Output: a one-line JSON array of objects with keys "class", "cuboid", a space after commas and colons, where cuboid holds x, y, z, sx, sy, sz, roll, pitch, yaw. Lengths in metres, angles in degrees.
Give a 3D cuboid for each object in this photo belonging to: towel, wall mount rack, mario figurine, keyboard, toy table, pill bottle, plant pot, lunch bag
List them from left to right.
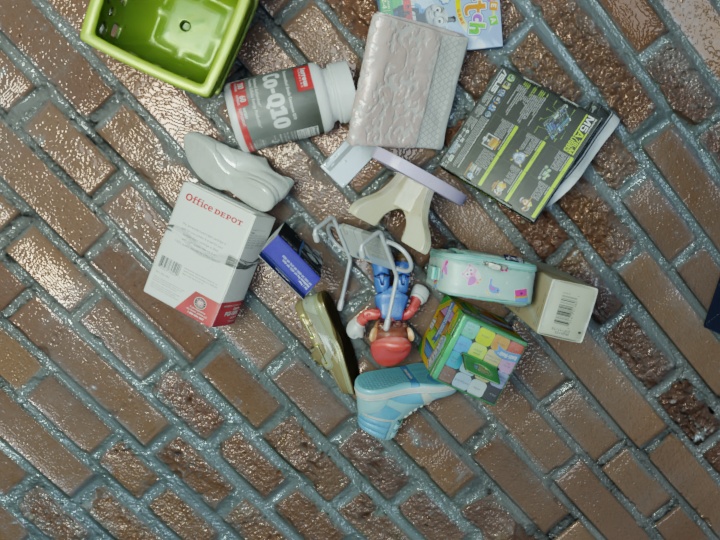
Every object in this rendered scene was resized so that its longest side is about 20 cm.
[{"class": "plant pot", "cuboid": [-0.270, -0.384, 0.957, 0.200, 0.181, 0.199, 24, 98, -8]}, {"class": "pill bottle", "cuboid": [-0.108, -0.269, 1.023, 0.200, 0.114, 0.114, -15, 101, -1]}, {"class": "wall mount rack", "cuboid": [0.000, 0.000, 1.053, 0.075, 0.200, 0.174, -41, 130, -26]}, {"class": "keyboard", "cuboid": [0.019, -0.233, 1.093, 0.056, 0.011, 0.200, 43, 95, -15]}, {"class": "mario figurine", "cuboid": [0.048, 0.070, 1.129, 0.123, 0.106, 0.200, 2, 90, 32]}, {"class": "toy table", "cuboid": [0.076, -0.111, 1.041, 0.200, 0.184, 0.117, 24, 98, -31]}, {"class": "towel", "cuboid": [0.078, -0.292, 1.011, 0.191, 0.032, 0.200, -3, 117, -34]}, {"class": "lunch bag", "cuboid": [0.190, 0.006, 1.043, 0.160, 0.200, 0.077, 11, 91, -3]}]

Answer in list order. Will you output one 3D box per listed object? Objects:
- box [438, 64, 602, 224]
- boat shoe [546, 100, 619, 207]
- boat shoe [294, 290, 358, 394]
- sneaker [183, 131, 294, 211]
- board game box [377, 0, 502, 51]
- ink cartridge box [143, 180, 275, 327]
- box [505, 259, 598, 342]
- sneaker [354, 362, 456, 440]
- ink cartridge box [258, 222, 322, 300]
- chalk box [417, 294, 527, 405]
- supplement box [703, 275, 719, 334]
[{"class": "box", "cuboid": [0.264, -0.212, 1.060, 0.193, 0.048, 0.200, 33, 97, 12]}, {"class": "boat shoe", "cuboid": [0.361, -0.203, 1.090, 0.068, 0.074, 0.199, 37, 94, -4]}, {"class": "boat shoe", "cuboid": [-0.058, 0.133, 1.128, 0.066, 0.074, 0.200, -15, 103, 15]}, {"class": "sneaker", "cuboid": [-0.204, -0.175, 1.061, 0.200, 0.088, 0.075, 35, 139, 11]}, {"class": "board game box", "cuboid": [0.130, -0.437, 1.048, 0.200, 0.037, 0.151, -7, 101, -4]}, {"class": "ink cartridge box", "cuboid": [-0.249, -0.028, 1.050, 0.147, 0.083, 0.200, 26, 98, 16]}, {"class": "box", "cuboid": [0.311, 0.044, 1.065, 0.078, 0.200, 0.095, 12, 99, -6]}, {"class": "sneaker", "cuboid": [0.082, 0.244, 1.156, 0.200, 0.080, 0.131, -2, 115, -13]}, {"class": "ink cartridge box", "cuboid": [-0.108, -0.021, 1.024, 0.039, 0.200, 0.099, -42, 101, 7]}, {"class": "chalk box", "cuboid": [0.189, 0.135, 1.073, 0.125, 0.200, 0.124, 25, 98, -8]}, {"class": "supplement box", "cuboid": [0.766, 0.082, 1.104, 0.200, 0.200, 0.134, 13, 100, -5]}]
